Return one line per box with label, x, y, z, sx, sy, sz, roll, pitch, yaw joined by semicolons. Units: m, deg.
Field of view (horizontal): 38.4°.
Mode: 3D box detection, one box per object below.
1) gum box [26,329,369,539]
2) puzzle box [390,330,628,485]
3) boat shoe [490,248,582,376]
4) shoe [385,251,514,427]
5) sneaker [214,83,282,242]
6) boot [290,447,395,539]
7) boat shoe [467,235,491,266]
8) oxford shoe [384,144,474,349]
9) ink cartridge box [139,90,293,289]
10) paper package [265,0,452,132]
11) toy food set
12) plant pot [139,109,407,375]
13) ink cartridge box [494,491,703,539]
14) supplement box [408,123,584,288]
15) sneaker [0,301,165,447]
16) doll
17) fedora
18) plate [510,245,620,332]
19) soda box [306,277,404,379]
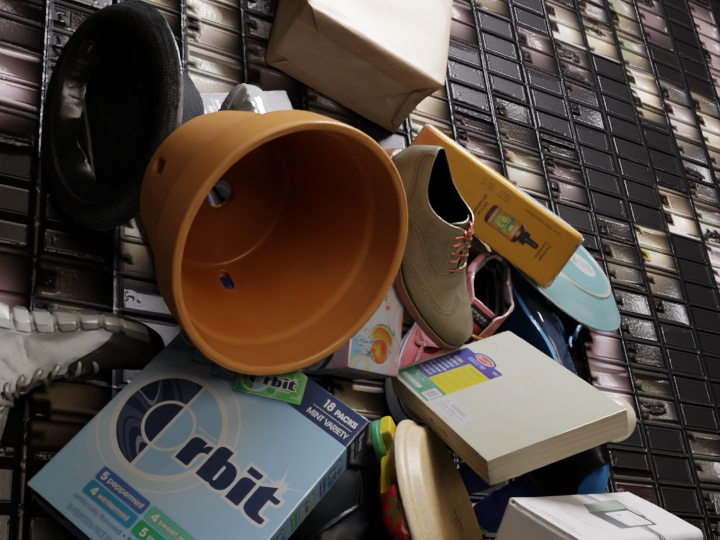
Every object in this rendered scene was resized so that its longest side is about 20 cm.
gum box;-0.119;0.147;0.789;0.169;0.045;0.200;33;61;18
puzzle box;0.124;0.114;0.909;0.132;0.200;0.026;-17;111;-16
boat shoe;0.200;0.059;1.124;0.068;0.084;0.201;-13;74;-30
shoe;0.092;0.065;1.037;0.071;0.091;0.201;37;48;-12
sneaker;-0.076;-0.076;0.964;0.099;0.078;0.202;-7;80;-45
boot;-0.036;0.233;0.853;0.199;0.076;0.169;10;54;-39
boat shoe;0.060;-0.053;1.099;0.199;0.071;0.065;26;52;-20
oxford shoe;0.072;-0.019;0.954;0.070;0.074;0.201;-37;112;-44
ink cartridge box;-0.123;-0.079;1.001;0.199;0.043;0.199;-13;73;-39
paper package;0.005;-0.293;1.181;0.190;0.103;0.201;25;51;-21
toy food set;0.064;0.225;0.889;0.198;0.048;0.201;-87;153;-60
plant pot;-0.082;-0.039;0.805;0.199;0.202;0.140;0;23;-36
ink cartridge box;0.183;0.267;0.849;0.199;0.084;0.147;12;99;-48
supplement box;0.131;-0.068;1.065;0.199;0.067;0.069;37;10;2
sneaker;-0.253;0.089;0.794;0.198;0.075;0.116;9;63;-20
doll;0.165;0.170;0.950;0.048;0.200;0.137;-9;68;-55
fedora;-0.193;-0.129;0.905;0.091;0.200;0.202;12;55;-52
plate;0.227;-0.012;1.176;0.199;0.026;0.201;32;26;-17
soda box;0.000;0.000;0.983;0.063;0.068;0.202;16;73;-37
